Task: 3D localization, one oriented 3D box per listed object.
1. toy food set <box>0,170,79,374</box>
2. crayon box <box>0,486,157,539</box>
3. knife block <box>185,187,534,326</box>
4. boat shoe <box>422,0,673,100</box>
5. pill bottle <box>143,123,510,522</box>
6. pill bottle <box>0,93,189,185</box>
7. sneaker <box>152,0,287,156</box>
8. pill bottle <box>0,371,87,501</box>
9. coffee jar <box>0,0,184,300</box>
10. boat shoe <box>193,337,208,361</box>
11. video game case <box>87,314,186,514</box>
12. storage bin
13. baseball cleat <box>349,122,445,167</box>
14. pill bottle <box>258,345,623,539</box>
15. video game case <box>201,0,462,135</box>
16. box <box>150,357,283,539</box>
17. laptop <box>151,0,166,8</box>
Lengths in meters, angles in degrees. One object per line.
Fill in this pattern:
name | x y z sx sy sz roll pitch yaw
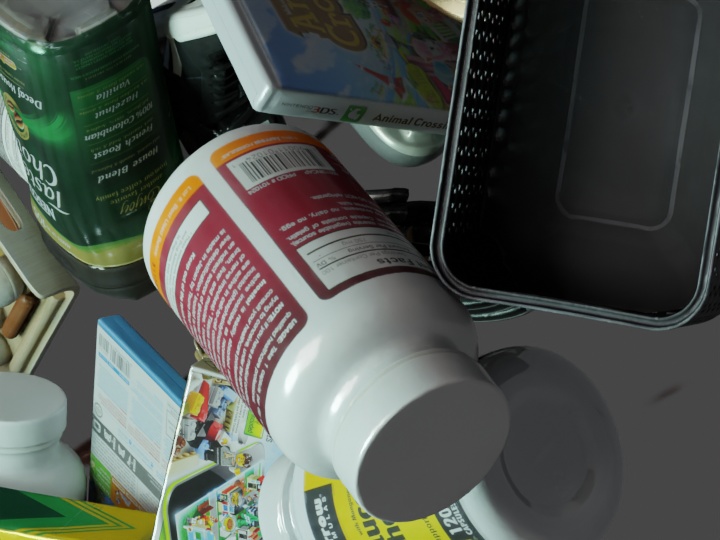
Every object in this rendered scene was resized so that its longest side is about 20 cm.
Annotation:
toy food set | -0.263 0.000 1.898 0.144 0.060 0.200 54 148 11
crayon box | -0.200 0.235 1.744 0.172 0.058 0.201 8 111 17
knife block | 0.000 0.000 1.580 0.200 0.174 0.064 136 142 -77
boat shoe | 0.095 -0.149 1.499 0.200 0.072 0.072 33 104 47
pill bottle | -0.015 0.027 1.401 0.200 0.113 0.113 50 124 41
pill bottle | -0.173 -0.097 1.820 0.200 0.110 0.111 40 117 49
sneaker | -0.066 -0.108 1.634 0.112 0.073 0.200 60 163 -10
pill bottle | -0.224 0.170 1.821 0.104 0.104 0.201 35 127 50
coffee jar | -0.151 -0.082 1.635 0.104 0.085 0.201 40 152 42
boat shoe | -0.068 0.042 1.695 0.071 0.064 0.201 -11 77 53
video game case | -0.127 0.147 1.758 0.143 0.018 0.201 40 132 49
storage bin | 0.119 -0.079 1.379 0.134 0.094 0.201 9 94 15
baseball cleat | -0.002 -0.113 1.641 0.107 0.069 0.201 112 148 -43
pill bottle | 0.035 0.112 1.504 0.200 0.112 0.113 -22 68 51
video game case | -0.011 -0.150 1.543 0.022 0.181 0.201 -56 45 34
box | -0.063 0.160 1.643 0.109 0.035 0.201 14 100 10
laptop | -0.150 -0.259 1.710 0.199 0.116 0.188 25 94 21
